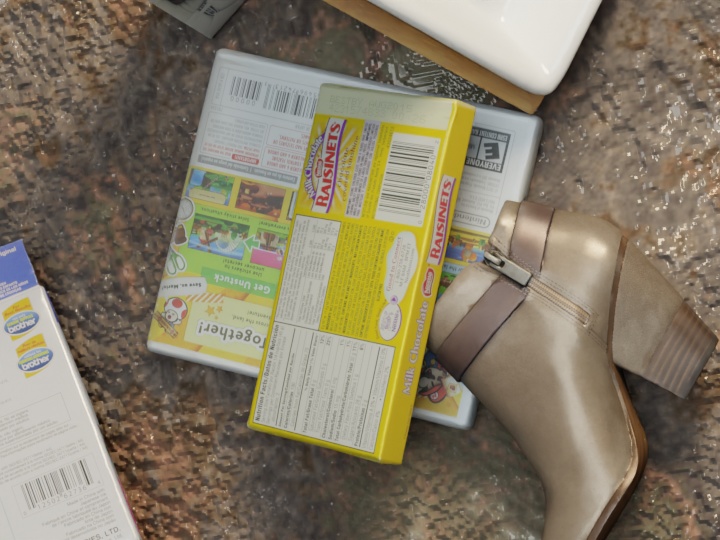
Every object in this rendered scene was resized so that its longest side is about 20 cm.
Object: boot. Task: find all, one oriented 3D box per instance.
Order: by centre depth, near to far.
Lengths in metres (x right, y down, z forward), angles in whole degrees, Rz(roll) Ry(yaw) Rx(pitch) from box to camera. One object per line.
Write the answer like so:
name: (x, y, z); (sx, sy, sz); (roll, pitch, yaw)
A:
boot: (0.097, 0.067, 1.217); (0.146, 0.070, 0.201); (30, 86, 8)

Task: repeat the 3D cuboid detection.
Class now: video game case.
video game case: (-0.010, -0.020, 1.281); (0.199, 0.023, 0.183); (13, 88, 13)

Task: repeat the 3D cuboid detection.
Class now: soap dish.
soap dish: (0.051, -0.196, 1.204); (0.081, 0.199, 0.158); (30, 94, 56)

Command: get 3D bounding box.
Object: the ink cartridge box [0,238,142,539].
ink cartridge box: (-0.214, 0.094, 1.291); (0.119, 0.042, 0.201); (-22, 75, -5)

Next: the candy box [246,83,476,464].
candy box: (0.000, 0.000, 1.233); (0.102, 0.026, 0.201); (11, 88, 42)

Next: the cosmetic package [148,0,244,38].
cosmetic package: (-0.079, -0.215, 1.221); (0.052, 0.200, 0.151); (42, 96, 14)
